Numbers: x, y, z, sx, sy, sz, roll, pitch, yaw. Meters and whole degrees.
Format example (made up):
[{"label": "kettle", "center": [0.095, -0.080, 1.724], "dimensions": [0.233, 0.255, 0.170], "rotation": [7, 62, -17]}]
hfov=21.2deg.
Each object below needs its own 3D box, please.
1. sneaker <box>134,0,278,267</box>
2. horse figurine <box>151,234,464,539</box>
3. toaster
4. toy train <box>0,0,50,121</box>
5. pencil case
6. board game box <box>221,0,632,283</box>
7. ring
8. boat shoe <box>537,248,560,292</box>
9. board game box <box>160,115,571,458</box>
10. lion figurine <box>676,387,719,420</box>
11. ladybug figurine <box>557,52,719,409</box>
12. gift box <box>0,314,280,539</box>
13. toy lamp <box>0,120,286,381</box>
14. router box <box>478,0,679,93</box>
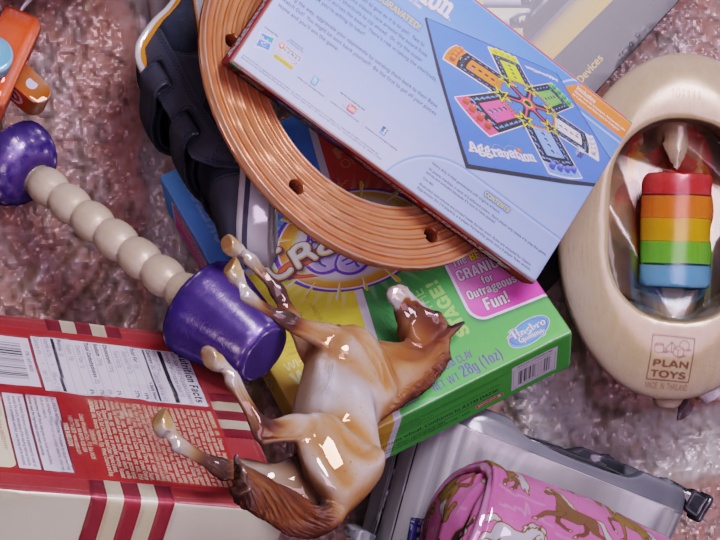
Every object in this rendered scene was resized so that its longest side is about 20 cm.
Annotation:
[{"label": "sneaker", "center": [-0.082, -0.081, 1.040], "dimensions": [0.079, 0.079, 0.200], "rotation": [-2, 49, -2]}, {"label": "horse figurine", "center": [-0.024, 0.062, 0.920], "dimensions": [0.132, 0.200, 0.050], "rotation": [38, 126, -18]}, {"label": "toaster", "center": [0.092, 0.154, 1.097], "dimensions": [0.200, 0.114, 0.130], "rotation": [22, 88, -17]}, {"label": "toy train", "center": [-0.156, -0.151, 0.994], "dimensions": [0.055, 0.200, 0.151], "rotation": [24, 60, -9]}, {"label": "pencil case", "center": [0.122, 0.173, 1.009], "dimensions": [0.200, 0.087, 0.083], "rotation": [25, 46, -19]}, {"label": "board game box", "center": [0.037, -0.090, 0.983], "dimensions": [0.200, 0.019, 0.103], "rotation": [35, 83, -18]}, {"label": "ring", "center": [-0.001, -0.090, 1.013], "dimensions": [0.200, 0.019, 0.201], "rotation": [18, 57, -30]}, {"label": "boat shoe", "center": [0.064, 0.004, 1.116], "dimensions": [0.201, 0.063, 0.074], "rotation": [-35, 93, -14]}, {"label": "board game box", "center": [0.000, 0.000, 1.054], "dimensions": [0.153, 0.040, 0.200], "rotation": [-26, 61, -12]}, {"label": "lion figurine", "center": [0.243, -0.010, 1.157], "dimensions": [0.200, 0.072, 0.123], "rotation": [-33, 90, -8]}, {"label": "ladybug figurine", "center": [0.177, -0.022, 1.100], "dimensions": [0.135, 0.072, 0.201], "rotation": [6, 90, -1]}, {"label": "gift box", "center": [-0.167, 0.138, 0.974], "dimensions": [0.199, 0.185, 0.187], "rotation": [9, 116, -19]}, {"label": "toy lamp", "center": [-0.121, -0.009, 1.015], "dimensions": [0.200, 0.058, 0.058], "rotation": [33, 80, 27]}, {"label": "router box", "center": [0.099, -0.178, 1.117], "dimensions": [0.157, 0.052, 0.200], "rotation": [42, 80, -1]}]
